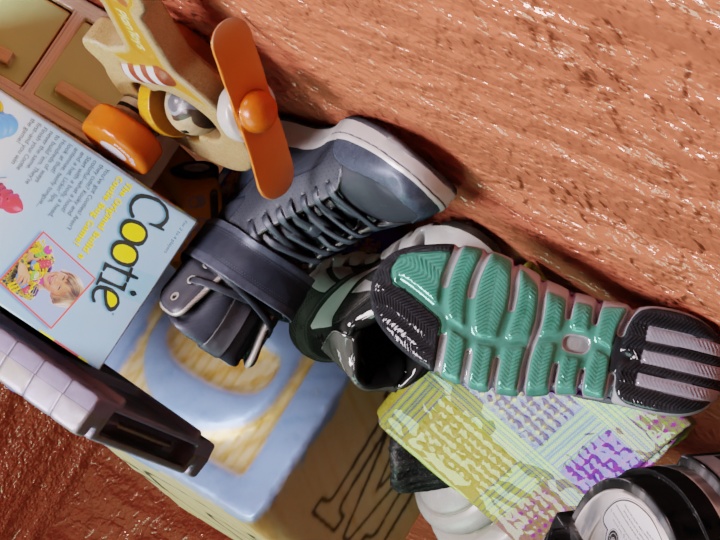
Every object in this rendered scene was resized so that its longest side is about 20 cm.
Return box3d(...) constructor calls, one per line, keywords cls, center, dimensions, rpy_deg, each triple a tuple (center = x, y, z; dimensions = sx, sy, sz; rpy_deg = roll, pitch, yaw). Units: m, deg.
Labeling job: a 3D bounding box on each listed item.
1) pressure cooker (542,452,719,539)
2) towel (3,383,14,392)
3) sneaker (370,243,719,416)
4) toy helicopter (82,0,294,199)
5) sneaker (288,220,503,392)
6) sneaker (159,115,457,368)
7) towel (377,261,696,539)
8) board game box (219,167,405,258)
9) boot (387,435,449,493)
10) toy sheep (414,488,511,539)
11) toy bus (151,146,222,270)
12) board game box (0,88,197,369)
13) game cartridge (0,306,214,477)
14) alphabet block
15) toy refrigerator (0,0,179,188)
box3d(cls="pressure cooker", center=(0.196, 0.191, 1.333), dimensions=(0.199, 0.180, 0.176), rpy_deg=(-2, 168, -21))
box3d(cls="towel", center=(-0.276, 0.012, 1.551), dimensions=(0.145, 0.024, 0.200), rpy_deg=(50, 178, 12))
box3d(cls="sneaker", center=(0.103, 0.042, 1.347), dimensions=(0.199, 0.075, 0.088), rpy_deg=(18, 175, 14))
box3d(cls="toy helicopter", center=(-0.100, -0.110, 1.317), dimensions=(0.132, 0.079, 0.200), rpy_deg=(28, 163, 26))
box3d(cls="sneaker", center=(0.004, 0.034, 1.461), dimensions=(0.066, 0.091, 0.200), rpy_deg=(39, 150, -18))
box3d(cls="sneaker", center=(-0.033, -0.011, 1.375), dimensions=(0.077, 0.147, 0.202), rpy_deg=(39, 167, -22))
box3d(cls="towel", center=(0.101, 0.089, 1.471), dimensions=(0.144, 0.023, 0.200), rpy_deg=(42, 140, 1))
box3d(cls="board game box", center=(0.000, 0.000, 1.592), dimensions=(0.200, 0.045, 0.134), rpy_deg=(36, 169, -15))
box3d(cls="boot", center=(0.094, 0.112, 1.585), dimensions=(0.157, 0.080, 0.211), rpy_deg=(10, 168, 3))
box3d(cls="toy sheep", center=(0.108, 0.157, 1.760), dimensions=(0.200, 0.138, 0.138), rpy_deg=(36, 170, -36))
box3d(cls="toy bus", center=(-0.154, -0.056, 1.600), dimensions=(0.078, 0.065, 0.200), rpy_deg=(-10, -155, -22))
box3d(cls="board game box", center=(-0.206, -0.040, 1.424), dimensions=(0.200, 0.105, 0.103), rpy_deg=(34, 176, -4))
box3d(cls="game cartridge", center=(-0.172, 0.066, 1.464), dimensions=(0.129, 0.038, 0.200), rpy_deg=(37, 180, 19))
box3d(cls="alphabet block", center=(-0.056, 0.097, 1.786), dimensions=(0.195, 0.197, 0.200), rpy_deg=(28, 169, 33))
box3d(cls="toy refrigerator", center=(-0.198, -0.133, 1.494), dimensions=(0.199, 0.076, 0.070), rpy_deg=(31, 169, 16))
